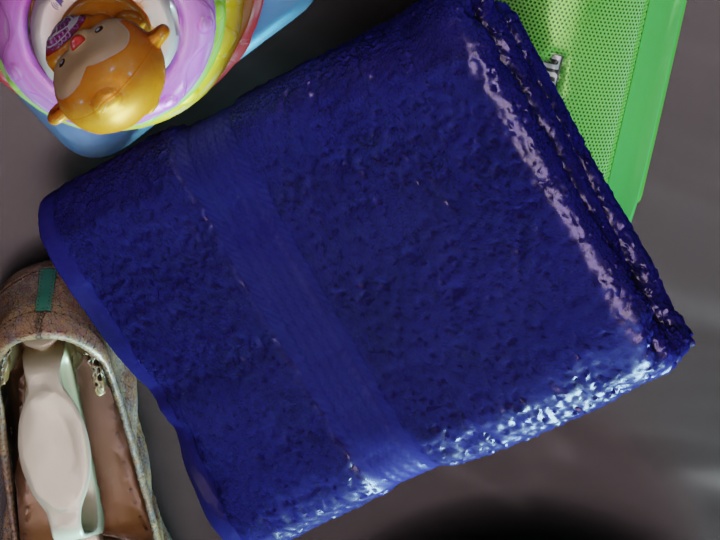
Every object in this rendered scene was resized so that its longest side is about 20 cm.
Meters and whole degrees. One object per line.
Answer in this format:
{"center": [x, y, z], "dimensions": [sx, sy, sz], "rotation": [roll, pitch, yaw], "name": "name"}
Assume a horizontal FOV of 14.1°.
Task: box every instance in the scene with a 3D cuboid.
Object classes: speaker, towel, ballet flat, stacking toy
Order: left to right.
{"center": [-0.102, 0.097, 1.052], "dimensions": [0.068, 0.067, 0.200], "rotation": [-12, 108, 2], "name": "ballet flat"}
{"center": [-0.081, -0.081, 0.927], "dimensions": [0.116, 0.200, 0.110], "rotation": [-36, 106, 9], "name": "stacking toy"}
{"center": [0.000, 0.000, 0.976], "dimensions": [0.200, 0.050, 0.148], "rotation": [-25, 100, 35], "name": "towel"}
{"center": [0.062, -0.074, 0.999], "dimensions": [0.088, 0.088, 0.200], "rotation": [9, 107, -6], "name": "speaker"}
